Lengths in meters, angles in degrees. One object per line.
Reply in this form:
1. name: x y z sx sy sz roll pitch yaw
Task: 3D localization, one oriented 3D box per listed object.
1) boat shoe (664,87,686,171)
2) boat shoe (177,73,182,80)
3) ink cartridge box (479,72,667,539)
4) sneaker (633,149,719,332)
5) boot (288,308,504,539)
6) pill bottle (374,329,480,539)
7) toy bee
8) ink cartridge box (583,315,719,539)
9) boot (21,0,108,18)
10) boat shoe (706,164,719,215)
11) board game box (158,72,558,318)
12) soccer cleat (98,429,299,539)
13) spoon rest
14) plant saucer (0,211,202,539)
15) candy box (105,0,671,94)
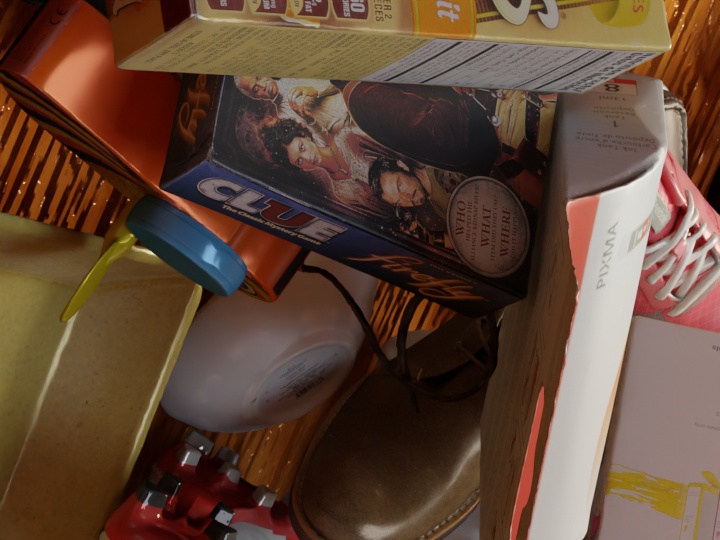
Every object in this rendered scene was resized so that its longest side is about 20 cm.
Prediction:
1. boat shoe: 0.136 0.011 1.339 0.075 0.075 0.203 -21 126 -43
2. boat shoe: -0.013 -0.154 1.078 0.072 0.071 0.201 -3 111 -49
3. ink cartridge box: 0.078 0.035 1.007 0.200 0.050 0.163 -91 -170 -64
4. sneaker: 0.118 -0.019 1.238 0.200 0.087 0.074 43 85 -19
5. boot: 0.044 0.043 1.158 0.200 0.074 0.076 -42 166 -34
6. pill bottle: 0.035 0.137 1.271 0.113 0.113 0.201 -8 117 -48
7. toy bee: -0.059 -0.020 1.033 0.131 0.109 0.200 -34 103 -17
8. ink cartridge box: 0.153 0.145 1.222 0.129 0.125 0.201 98 4 -65
9. boot: -0.112 -0.170 0.952 0.200 0.073 0.182 3 122 -44
10. boat shoe: 0.200 0.001 1.397 0.075 0.075 0.203 -80 -171 -62
11. board game box: 0.011 -0.099 1.004 0.135 0.035 0.201 22 65 -28
12. soccer cleat: -0.072 0.119 1.133 0.085 0.068 0.200 -59 175 7
13. spoon rest: 0.000 0.000 1.175 0.200 0.061 0.099 -33 152 -1
14. plant saucer: -0.168 0.067 1.042 0.200 0.048 0.201 15 99 -53
15. candy box: 0.007 -0.125 0.950 0.199 0.055 0.116 0 76 -36
